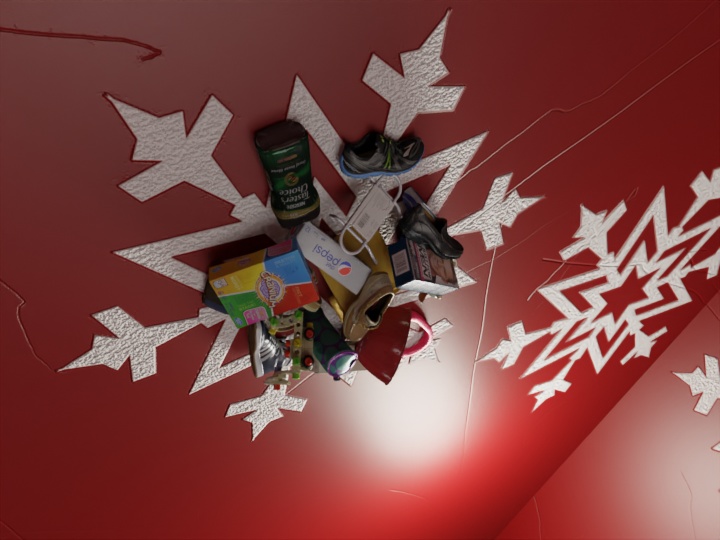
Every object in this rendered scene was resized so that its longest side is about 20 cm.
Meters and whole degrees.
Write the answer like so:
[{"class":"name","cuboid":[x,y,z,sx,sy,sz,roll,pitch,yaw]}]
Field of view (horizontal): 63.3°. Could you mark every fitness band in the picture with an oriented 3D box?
[{"class":"fitness band","cuboid":[0.137,0.193,1.716,0.143,0.038,0.200,-42,139,6]}]

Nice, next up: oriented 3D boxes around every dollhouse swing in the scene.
[{"class":"dollhouse swing","cuboid":[0.000,0.000,1.426,0.196,0.179,0.182,-32,173,1]}]

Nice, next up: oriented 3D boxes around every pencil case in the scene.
[{"class":"pencil case","cuboid":[-0.086,0.171,1.431,0.091,0.200,0.086,25,105,-44]}]

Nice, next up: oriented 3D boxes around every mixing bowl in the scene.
[{"class":"mixing bowl","cuboid":[0.048,0.175,1.484,0.105,0.203,0.204,18,124,-5]}]

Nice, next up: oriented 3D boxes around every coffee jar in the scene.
[{"class":"coffee jar","cuboid":[-0.139,-0.182,1.152,0.101,0.086,0.204,-21,138,-11]}]

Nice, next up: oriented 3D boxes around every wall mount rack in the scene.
[{"class":"wall mount rack","cuboid":[0.029,-0.110,1.282,0.173,0.074,0.202,42,81,-27]}]

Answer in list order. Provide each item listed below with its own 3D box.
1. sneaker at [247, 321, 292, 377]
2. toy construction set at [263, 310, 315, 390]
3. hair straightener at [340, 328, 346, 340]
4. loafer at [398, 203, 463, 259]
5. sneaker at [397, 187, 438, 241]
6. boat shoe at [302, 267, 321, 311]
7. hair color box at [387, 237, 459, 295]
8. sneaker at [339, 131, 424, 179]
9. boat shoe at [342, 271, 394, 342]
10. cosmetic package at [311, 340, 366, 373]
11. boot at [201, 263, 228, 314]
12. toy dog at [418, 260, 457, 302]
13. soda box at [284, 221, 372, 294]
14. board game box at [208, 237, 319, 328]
[{"class":"sneaker","cuboid":[-0.222,0.179,1.453,0.105,0.071,0.204,-13,137,-20]},{"class":"toy construction set","cuboid":[-0.170,0.177,1.361,0.126,0.209,0.092,3,177,-6]},{"class":"hair straightener","cuboid":[0.003,0.104,1.546,0.074,0.041,0.205,2,123,-20]},{"class":"loafer","cuboid":[0.176,-0.085,1.333,0.196,0.074,0.073,22,120,-38]},{"class":"sneaker","cuboid":[0.136,-0.094,1.408,0.114,0.081,0.200,-38,140,4]},{"class":"boat shoe","cuboid":[-0.134,0.024,1.347,0.065,0.075,0.201,-31,139,7]},{"class":"hair color box","cuboid":[0.150,-0.006,1.365,0.059,0.104,0.197,-23,160,34]},{"class":"sneaker","cuboid":[0.050,-0.247,1.218,0.193,0.072,0.084,-13,140,-18]},{"class":"boat shoe","cuboid":[0.018,0.097,1.327,0.072,0.067,0.204,-1,132,-32]},{"class":"cosmetic package","cuboid":[-0.051,0.230,1.570,0.194,0.104,0.074,3,89,-34]},{"class":"boot","cuboid":[-0.261,0.053,1.319,0.195,0.076,0.097,19,129,-30]},{"class":"toy dog","cuboid":[0.187,0.021,1.536,0.197,0.097,0.133,24,115,-43]},{"class":"soda box","cuboid":[-0.069,-0.034,1.282,0.198,0.063,0.069,36,93,-27]},{"class":"board game box","cuboid":[-0.200,0.029,1.233,0.193,0.041,0.156,-19,133,3]}]
